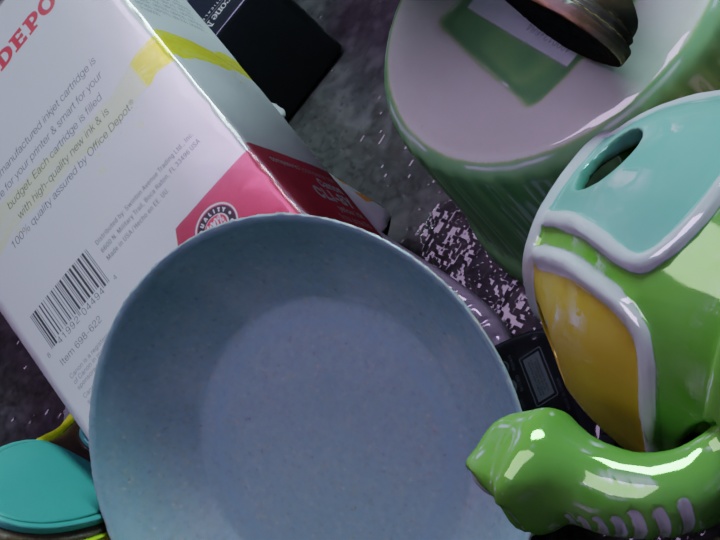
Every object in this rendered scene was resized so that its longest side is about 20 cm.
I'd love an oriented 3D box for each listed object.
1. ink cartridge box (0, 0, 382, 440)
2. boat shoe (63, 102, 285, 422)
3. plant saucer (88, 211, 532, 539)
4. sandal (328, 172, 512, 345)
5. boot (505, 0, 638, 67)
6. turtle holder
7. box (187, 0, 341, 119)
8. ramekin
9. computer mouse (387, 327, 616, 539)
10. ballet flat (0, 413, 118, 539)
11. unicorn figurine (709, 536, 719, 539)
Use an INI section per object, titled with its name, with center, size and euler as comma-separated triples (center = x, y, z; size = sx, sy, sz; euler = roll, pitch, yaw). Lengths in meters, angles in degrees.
[ink cartridge box]
center = -0.107, -0.037, 0.796
size = 0.145, 0.083, 0.200
euler = -47, 65, 16
[boat shoe]
center = -0.095, -0.002, 0.881
size = 0.074, 0.066, 0.201
euler = -90, 20, -78
[plant saucer]
center = -0.018, 0.075, 0.694
size = 0.200, 0.039, 0.202
euler = 4, 99, 26
[sandal]
center = -0.003, 0.008, 0.815
size = 0.206, 0.059, 0.079
euler = 36, 104, 28
[boot]
center = 0.076, -0.161, 0.697
size = 0.097, 0.075, 0.200
euler = -47, 40, 9
[turtle holder]
center = 0.125, 0.021, 0.619
size = 0.131, 0.141, 0.186
euler = 22, 85, 32
[box]
center = -0.127, -0.090, 0.970
size = 0.200, 0.079, 0.141
euler = -52, 45, -1
[ramekin]
center = 0.106, -0.096, 0.754
size = 0.199, 0.098, 0.201
euler = -22, 49, 28
[computer mouse]
center = 0.026, 0.072, 0.741
size = 0.200, 0.046, 0.141
euler = -41, 55, 25
[ballet flat]
center = -0.131, 0.105, 0.785
size = 0.067, 0.200, 0.067
euler = 28, 109, 7
[unicorn figurine]
center = 0.058, 0.165, 0.610
size = 0.199, 0.138, 0.074
euler = -12, 47, 16
